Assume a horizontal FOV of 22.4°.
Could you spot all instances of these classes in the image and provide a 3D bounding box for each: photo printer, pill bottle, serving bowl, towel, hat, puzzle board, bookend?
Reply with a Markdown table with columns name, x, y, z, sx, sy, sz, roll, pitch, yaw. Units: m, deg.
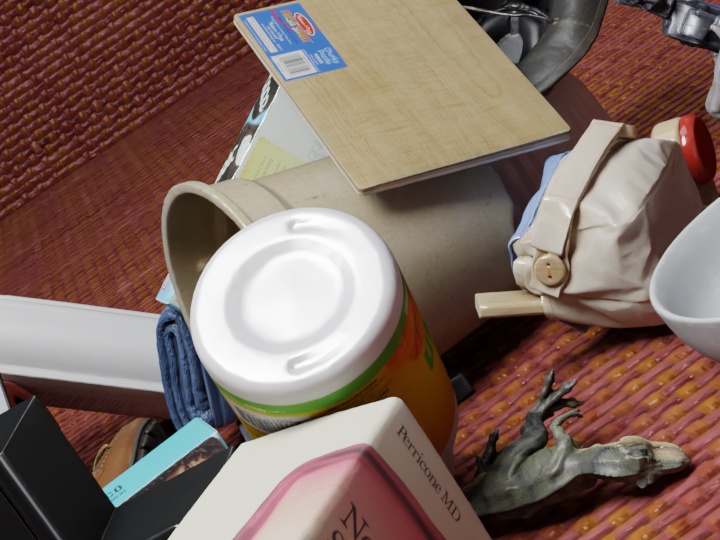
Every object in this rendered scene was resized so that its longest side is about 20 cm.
| name | x | y | z | sx | sy | sz | roll | pitch | yaw |
| --- | --- | --- | --- | --- | --- | --- | --- | --- | --- |
| photo printer | -0.204 | 0.071 | 1.423 | 0.199 | 0.070 | 0.166 | 8 | -13 | -13 |
| pill bottle | -0.009 | 0.064 | 0.984 | 0.110 | 0.200 | 0.112 | -8 | 56 | 13 |
| serving bowl | 0.253 | -0.008 | 0.941 | 0.200 | 0.066 | 0.200 | -32 | 15 | 9 |
| towel | -0.076 | 0.033 | 1.362 | 0.048 | 0.112 | 0.200 | 11 | 31 | 36 |
| hat | 0.088 | -0.160 | 1.285 | 0.200 | 0.081 | 0.201 | -8 | 53 | 11 |
| puzzle board | 0.023 | -0.125 | 1.184 | 0.150 | 0.017 | 0.200 | -17 | 45 | -20 |
| bookend | -0.142 | 0.151 | 1.000 | 0.199 | 0.199 | 0.092 | -28 | 16 | 14 |

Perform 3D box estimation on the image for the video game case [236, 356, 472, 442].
| name | x | y | z | sx | sy | sz | roll | pitch | yaw |
| --- | --- | --- | --- | --- | --- | --- | --- | --- | --- |
| video game case | -0.010 | 0.095 | 1.255 | 0.143 | 0.019 | 0.200 | -35 | 16 | -5 |

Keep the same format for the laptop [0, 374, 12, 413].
| name | x | y | z | sx | sy | sz | roll | pitch | yaw |
| --- | --- | --- | --- | --- | --- | --- | --- | --- | --- |
| laptop | -0.309 | 0.175 | 1.169 | 0.187 | 0.201 | 0.116 | -34 | -29 | 16 |

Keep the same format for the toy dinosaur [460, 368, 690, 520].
| name | x | y | z | sx | sy | sz | roll | pitch | yaw |
| --- | --- | --- | --- | --- | --- | --- | --- | --- | --- |
| toy dinosaur | 0.083 | 0.108 | 0.974 | 0.200 | 0.048 | 0.088 | -28 | 22 | 31 |

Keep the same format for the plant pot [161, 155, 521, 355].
| name | x | y | z | sx | sy | sz | roll | pitch | yaw |
| --- | --- | --- | --- | --- | --- | --- | --- | --- | --- |
| plant pot | 0.000 | 0.000 | 1.179 | 0.183 | 0.201 | 0.200 | -27 | 12 | -23 |

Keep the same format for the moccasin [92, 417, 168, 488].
| name | x | y | z | sx | sy | sz | roll | pitch | yaw |
| --- | --- | --- | --- | --- | --- | --- | --- | --- | --- |
| moccasin | -0.172 | 0.170 | 1.265 | 0.077 | 0.074 | 0.202 | -20 | 28 | 17 |

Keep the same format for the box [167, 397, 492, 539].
| name | x | y | z | sx | sy | sz | roll | pitch | yaw |
| --- | --- | --- | --- | --- | --- | --- | --- | --- | --- |
| box | -0.028 | 0.173 | 0.835 | 0.109 | 0.128 | 0.200 | -21 | 20 | 36 |

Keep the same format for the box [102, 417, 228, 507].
| name | x | y | z | sx | sy | sz | roll | pitch | yaw |
| --- | --- | --- | --- | --- | --- | --- | --- | --- | --- |
| box | -0.153 | 0.187 | 1.138 | 0.200 | 0.082 | 0.049 | -37 | 17 | -13 |

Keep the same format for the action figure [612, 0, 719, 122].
| name | x | y | z | sx | sy | sz | roll | pitch | yaw |
| --- | --- | --- | --- | --- | --- | --- | --- | --- | --- |
| action figure | 0.243 | -0.112 | 1.167 | 0.194 | 0.199 | 0.105 | -62 | -8 | -75 |

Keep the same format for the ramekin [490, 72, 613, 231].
| name | x | y | z | sx | sy | sz | roll | pitch | yaw |
| --- | --- | --- | --- | --- | --- | --- | --- | --- | --- |
| ramekin | 0.104 | -0.064 | 1.344 | 0.200 | 0.105 | 0.200 | -31 | 15 | 9 |

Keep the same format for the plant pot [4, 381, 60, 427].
| name | x | y | z | sx | sy | sz | roll | pitch | yaw |
| --- | --- | --- | --- | --- | --- | --- | --- | --- | --- |
| plant pot | -0.329 | 0.177 | 1.354 | 0.195 | 0.201 | 0.201 | -17 | 20 | 25 |

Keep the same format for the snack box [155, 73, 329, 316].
| name | x | y | z | sx | sy | sz | roll | pitch | yaw |
| --- | --- | --- | --- | --- | --- | --- | --- | --- | --- |
| snack box | -0.046 | -0.041 | 1.273 | 0.201 | 0.116 | 0.037 | -63 | 23 | -4 |

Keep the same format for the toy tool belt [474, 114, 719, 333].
| name | x | y | z | sx | sy | sz | roll | pitch | yaw |
| --- | --- | --- | --- | --- | --- | --- | --- | --- | --- |
| toy tool belt | 0.145 | -0.032 | 1.134 | 0.122 | 0.125 | 0.200 | -15 | 21 | 28 |
